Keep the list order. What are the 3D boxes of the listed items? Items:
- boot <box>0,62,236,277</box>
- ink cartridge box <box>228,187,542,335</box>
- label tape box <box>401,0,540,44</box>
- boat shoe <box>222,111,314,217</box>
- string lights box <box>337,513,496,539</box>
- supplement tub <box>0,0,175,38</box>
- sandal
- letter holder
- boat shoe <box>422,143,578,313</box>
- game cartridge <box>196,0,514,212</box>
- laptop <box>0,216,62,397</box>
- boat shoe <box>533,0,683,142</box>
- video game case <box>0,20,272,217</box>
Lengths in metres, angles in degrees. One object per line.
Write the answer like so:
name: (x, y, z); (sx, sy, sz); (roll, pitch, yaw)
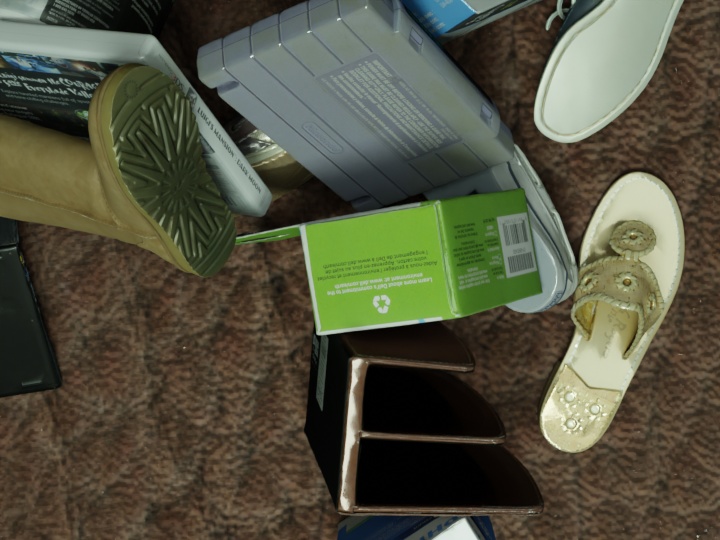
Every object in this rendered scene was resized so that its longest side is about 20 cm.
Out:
boot: (-0.190, -0.074, 0.990); (0.200, 0.175, 0.066); (18, 55, 30)
ink cartridge box: (0.000, 0.000, 1.048); (0.200, 0.148, 0.076); (-10, 91, 28)
label tape box: (0.062, -0.189, 1.035); (0.200, 0.143, 0.066); (-29, 94, -21)
boat shoe: (-0.062, -0.096, 1.118); (0.200, 0.072, 0.065); (-27, 69, 15)
string lights box: (0.038, 0.194, 1.071); (0.103, 0.200, 0.059); (-31, 94, 4)
supplement tub: (-0.174, -0.220, 1.056); (0.122, 0.123, 0.200); (22, 69, -1)
sandal: (0.184, 0.034, 1.121); (0.078, 0.070, 0.212); (19, 94, -1)
letter holder: (0.045, 0.089, 1.053); (0.142, 0.200, 0.101); (4, 98, -8)
boat shoe: (0.089, -0.061, 1.118); (0.074, 0.065, 0.200); (-29, 81, 29)
game cartridge: (0.004, -0.109, 1.015); (0.130, 0.200, 0.038); (-23, 56, 22)
laptop: (-0.330, -0.009, 1.155); (0.187, 0.116, 0.200); (-9, 123, 2)
boat shoe: (0.180, -0.185, 1.106); (0.075, 0.062, 0.200); (21, 104, -17)
video game case: (-0.178, -0.102, 1.033); (0.200, 0.182, 0.023); (10, 65, 28)
